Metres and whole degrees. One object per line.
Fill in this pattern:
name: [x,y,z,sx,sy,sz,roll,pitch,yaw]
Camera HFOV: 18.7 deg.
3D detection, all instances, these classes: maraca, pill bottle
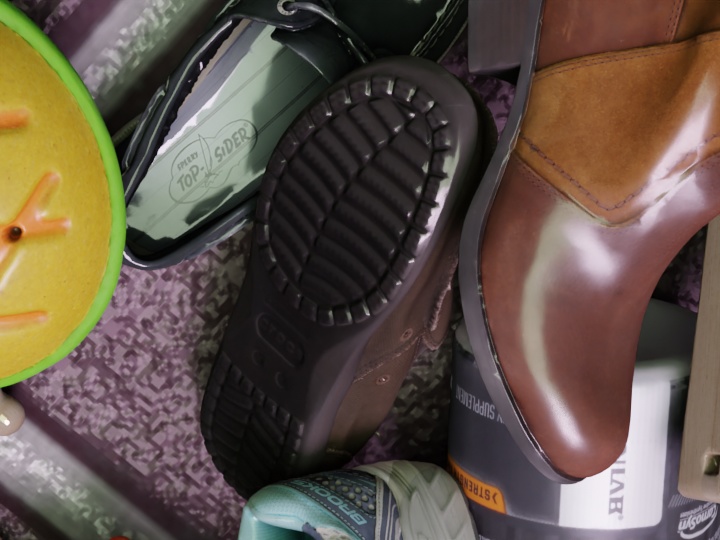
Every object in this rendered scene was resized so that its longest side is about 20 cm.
maraca: [-0.162,-0.048,0.756,0.137,0.107,0.201,-25,106,7]
pill bottle: [0.084,0.116,0.834,0.106,0.106,0.201,0,106,-3]

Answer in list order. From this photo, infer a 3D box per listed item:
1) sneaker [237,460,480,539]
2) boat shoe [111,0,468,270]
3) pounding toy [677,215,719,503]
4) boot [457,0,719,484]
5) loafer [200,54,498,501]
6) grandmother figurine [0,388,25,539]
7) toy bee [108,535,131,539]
sneaker: [0.007,0.157,0.756,0.086,0.201,0.078,4,137,-31]
boat shoe: [-0.024,-0.071,0.794,0.199,0.066,0.075,-37,105,8]
pounding toy: [0.181,-0.004,0.764,0.199,0.142,0.185,13,81,-33]
boot: [0.132,-0.028,0.679,0.199,0.068,0.189,-3,80,35]
loafer: [0.000,0.000,0.798,0.073,0.071,0.200,47,132,22]
grandmother figurine: [-0.192,0.066,0.834,0.121,0.060,0.201,-26,105,-24]
toy bee: [-0.080,0.153,0.809,0.199,0.109,0.131,27,145,-13]
